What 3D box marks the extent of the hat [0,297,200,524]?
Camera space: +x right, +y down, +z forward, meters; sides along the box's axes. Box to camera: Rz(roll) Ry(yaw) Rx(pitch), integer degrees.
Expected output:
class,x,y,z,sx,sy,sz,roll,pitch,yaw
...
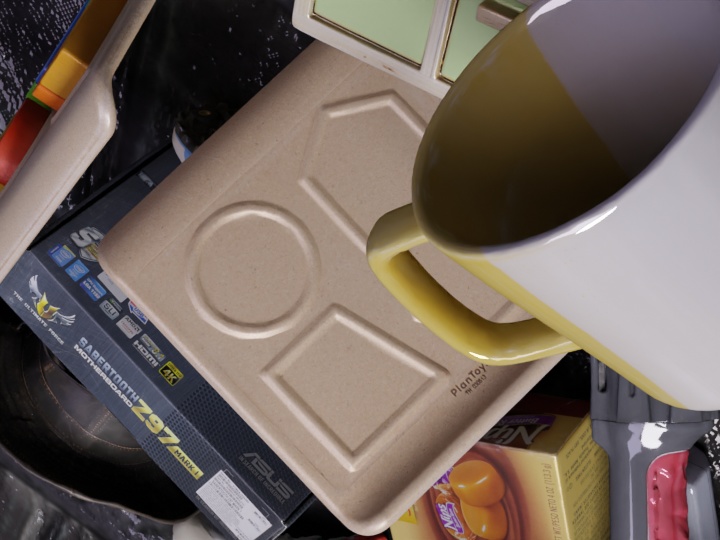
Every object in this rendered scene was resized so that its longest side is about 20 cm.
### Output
class,x,y,z,sx,sy,sz,roll,pitch,yaw
hat,-0.133,0.044,0.972,0.201,0.201,0.081,42,116,5

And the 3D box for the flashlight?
class,x,y,z,sx,sy,sz,roll,pitch,yaw
flashlight,0.156,0.136,0.843,0.068,0.068,0.200,1,91,52

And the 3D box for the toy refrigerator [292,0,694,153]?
class,x,y,z,sx,sy,sz,roll,pitch,yaw
toy refrigerator,0.069,-0.114,0.783,0.200,0.070,0.076,29,133,18

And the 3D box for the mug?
class,x,y,z,sx,sy,sz,roll,pitch,yaw
mug,0.114,-0.024,0.693,0.153,0.150,0.186,42,164,-31

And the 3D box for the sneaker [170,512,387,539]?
class,x,y,z,sx,sy,sz,roll,pitch,yaw
sneaker,-0.025,0.189,1.076,0.200,0.070,0.094,32,116,18

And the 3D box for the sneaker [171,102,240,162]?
class,x,y,z,sx,sy,sz,roll,pitch,yaw
sneaker,-0.027,-0.017,0.920,0.200,0.072,0.073,38,131,11

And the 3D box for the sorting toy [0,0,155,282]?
class,x,y,z,sx,sy,sz,roll,pitch,yaw
sorting toy,-0.144,-0.104,0.866,0.036,0.200,0.185,29,138,-17

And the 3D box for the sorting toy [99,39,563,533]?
class,x,y,z,sx,sy,sz,roll,pitch,yaw
sorting toy,0.000,0.000,0.849,0.200,0.185,0.036,46,172,4

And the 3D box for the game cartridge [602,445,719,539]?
class,x,y,z,sx,sy,sz,roll,pitch,yaw
game cartridge,0.107,0.135,0.953,0.200,0.040,0.134,7,126,33

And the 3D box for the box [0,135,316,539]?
class,x,y,z,sx,sy,sz,roll,pitch,yaw
box,-0.075,0.032,0.928,0.200,0.158,0.051,48,135,0

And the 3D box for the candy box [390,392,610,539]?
class,x,y,z,sx,sy,sz,roll,pitch,yaw
candy box,0.081,0.159,0.924,0.117,0.056,0.200,7,122,33
